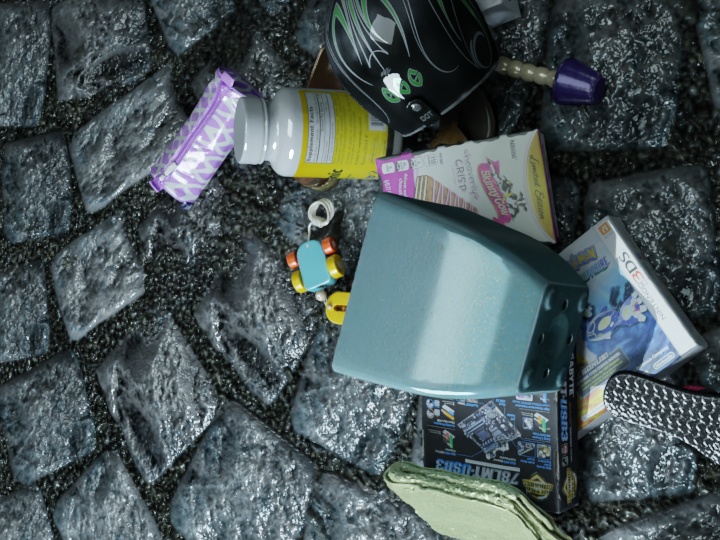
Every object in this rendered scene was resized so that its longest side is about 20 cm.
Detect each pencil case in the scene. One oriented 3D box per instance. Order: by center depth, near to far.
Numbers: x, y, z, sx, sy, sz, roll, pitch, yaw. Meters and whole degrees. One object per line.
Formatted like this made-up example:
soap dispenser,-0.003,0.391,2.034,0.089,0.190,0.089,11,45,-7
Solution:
pencil case,-0.221,-0.189,1.626,0.084,0.085,0.201,43,106,25

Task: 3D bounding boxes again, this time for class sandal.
sandal,0.363,0.156,1.255,0.199,0.045,0.076,21,107,19
sandal,0.109,-0.137,1.438,0.081,0.054,0.201,27,99,30

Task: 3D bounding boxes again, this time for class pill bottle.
pill bottle,-0.054,-0.172,1.447,0.111,0.198,0.112,-179,90,-73

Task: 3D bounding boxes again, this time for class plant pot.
plant pot,0.122,0.045,1.224,0.199,0.196,0.197,20,98,33

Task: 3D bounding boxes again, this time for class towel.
towel,0.134,0.275,1.330,0.199,0.149,0.037,1,53,42

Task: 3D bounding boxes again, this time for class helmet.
helmet,0.050,-0.275,1.350,0.199,0.200,0.191,-33,103,24

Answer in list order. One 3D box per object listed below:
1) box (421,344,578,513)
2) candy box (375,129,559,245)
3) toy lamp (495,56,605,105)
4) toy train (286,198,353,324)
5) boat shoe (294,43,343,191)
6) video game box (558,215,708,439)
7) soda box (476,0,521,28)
box,0.158,0.166,1.348,0.199,0.049,0.200,2,97,43
candy box,0.128,-0.084,1.377,0.198,0.061,0.138,-10,92,15
toy lamp,0.199,-0.241,1.392,0.199,0.058,0.059,21,96,30
toy train,0.000,0.000,1.496,0.200,0.056,0.151,35,99,28
boat shoe,-0.049,-0.208,1.533,0.072,0.067,0.202,11,91,31
video game box,0.264,0.068,1.330,0.200,0.047,0.183,-41,64,23
soda box,0.096,-0.322,1.458,0.199,0.064,0.069,-18,76,29
